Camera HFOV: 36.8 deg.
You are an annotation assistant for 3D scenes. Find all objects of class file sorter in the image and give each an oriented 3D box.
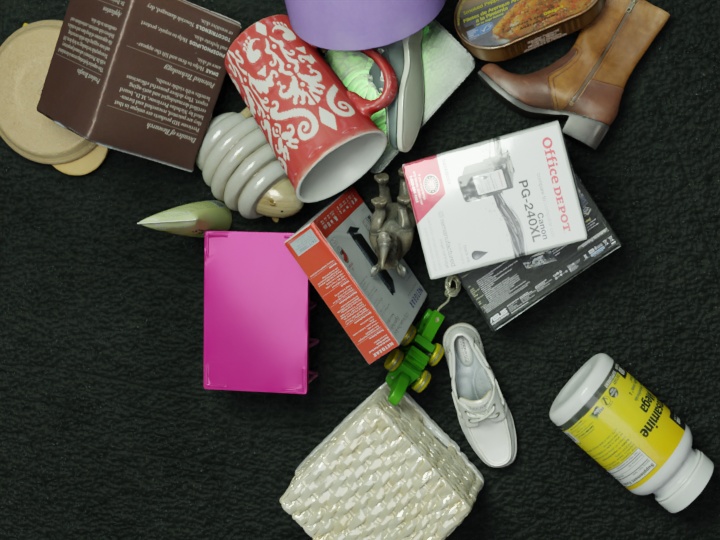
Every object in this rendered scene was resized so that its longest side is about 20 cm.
[{"bbox_3d":[-0.124,0.049,1.433,0.136,0.125,0.204,2,94,9],"label":"file sorter"}]

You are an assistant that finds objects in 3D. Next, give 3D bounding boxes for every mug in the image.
[{"bbox_3d":[-0.057,-0.215,1.342,0.176,0.134,0.201,-32,73,-10],"label":"mug"}]

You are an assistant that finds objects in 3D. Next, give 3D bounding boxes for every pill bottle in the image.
[{"bbox_3d":[0.349,0.211,1.385,0.199,0.112,0.113,41,99,2],"label":"pill bottle"}]

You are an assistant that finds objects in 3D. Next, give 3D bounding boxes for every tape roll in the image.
[{"bbox_3d":[0.002,-0.355,1.285,0.196,0.202,0.086,-7,136,9],"label":"tape roll"}]

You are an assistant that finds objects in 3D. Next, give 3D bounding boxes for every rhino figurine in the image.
[{"bbox_3d":[0.039,-0.051,1.352,0.059,0.201,0.089,2,119,5],"label":"rhino figurine"}]

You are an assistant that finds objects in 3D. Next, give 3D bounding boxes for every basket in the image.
[{"bbox_3d":[0.031,0.286,1.415,0.200,0.161,0.198,-44,87,8],"label":"basket"}]

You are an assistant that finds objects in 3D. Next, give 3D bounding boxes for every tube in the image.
[{"bbox_3d":[-0.218,-0.064,1.398,0.058,0.200,0.052,-45,86,9],"label":"tube"}]

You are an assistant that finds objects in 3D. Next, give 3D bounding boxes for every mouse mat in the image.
[{"bbox_3d":[0.030,-0.248,1.389,0.161,0.008,0.200,43,102,2],"label":"mouse mat"}]

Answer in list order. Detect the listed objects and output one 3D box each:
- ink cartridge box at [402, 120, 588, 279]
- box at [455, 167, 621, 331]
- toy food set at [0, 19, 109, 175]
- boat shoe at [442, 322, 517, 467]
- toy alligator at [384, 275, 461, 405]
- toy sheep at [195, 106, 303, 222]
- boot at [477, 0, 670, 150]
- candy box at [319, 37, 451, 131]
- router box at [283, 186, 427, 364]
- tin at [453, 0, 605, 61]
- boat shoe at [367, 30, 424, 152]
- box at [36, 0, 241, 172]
[{"bbox_3d":[0.165,-0.085,1.313,0.197,0.083,0.148,-15,90,11],"label":"ink cartridge box"},{"bbox_3d":[0.208,-0.047,1.395,0.199,0.086,0.165,-35,89,9],"label":"box"},{"bbox_3d":[-0.419,-0.246,1.488,0.197,0.049,0.201,22,98,6],"label":"toy food set"},{"bbox_3d":[0.154,0.172,1.431,0.070,0.069,0.203,-21,93,8],"label":"boat shoe"},{"bbox_3d":[0.078,0.094,1.430,0.059,0.054,0.202,35,64,-12],"label":"toy alligator"},{"bbox_3d":[-0.148,-0.146,1.421,0.200,0.138,0.138,45,100,17],"label":"toy sheep"},{"bbox_3d":[0.268,-0.283,1.377,0.186,0.068,0.202,28,95,12],"label":"boot"},{"bbox_3d":[0.017,-0.296,1.417,0.116,0.056,0.201,-39,90,9],"label":"candy box"},{"bbox_3d":[0.000,0.000,1.364,0.049,0.200,0.181,-33,97,20],"label":"router box"},{"bbox_3d":[0.216,-0.337,1.370,0.197,0.042,0.114,-21,65,10],"label":"tin"},{"bbox_3d":[0.041,-0.250,1.355,0.061,0.073,0.204,2,95,24],"label":"boat shoe"},{"bbox_3d":[-0.284,-0.260,1.379,0.165,0.163,0.203,29,102,46],"label":"box"}]
